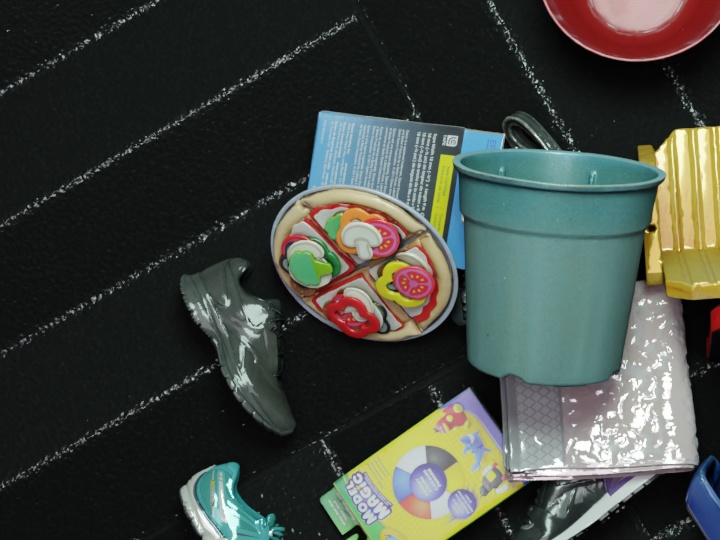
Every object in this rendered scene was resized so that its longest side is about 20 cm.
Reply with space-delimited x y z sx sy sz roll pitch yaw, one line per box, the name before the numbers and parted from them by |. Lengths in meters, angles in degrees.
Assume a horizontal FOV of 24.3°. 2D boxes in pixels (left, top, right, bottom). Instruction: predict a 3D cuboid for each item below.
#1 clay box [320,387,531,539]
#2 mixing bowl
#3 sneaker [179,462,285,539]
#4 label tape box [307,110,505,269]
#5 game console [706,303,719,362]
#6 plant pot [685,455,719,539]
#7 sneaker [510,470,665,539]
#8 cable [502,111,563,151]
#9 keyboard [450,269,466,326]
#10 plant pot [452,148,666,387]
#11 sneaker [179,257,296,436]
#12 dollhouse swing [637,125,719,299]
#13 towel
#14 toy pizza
clay box | 0.064 0.222 1.710 0.200 0.048 0.115 -36 81 3
mixing bowl | 0.279 -0.299 1.683 0.200 0.108 0.201 0 87 8
sneaker | -0.110 0.289 1.721 0.080 0.078 0.200 -32 82 -4
label tape box | 0.047 -0.078 1.712 0.199 0.063 0.145 9 88 18
game console | 0.419 0.052 1.593 0.176 0.200 0.031 -6 77 9
plant pot | 0.424 0.227 1.586 0.180 0.200 0.200 -34 82 12
sneaker | 0.204 0.228 1.685 0.200 0.076 0.088 -35 73 -3
cable | 0.210 -0.082 1.688 0.050 0.097 0.200 -38 83 -22
keyboard | 0.128 -0.049 1.704 0.104 0.040 0.201 -11 76 15
plant pot | 0.180 -0.003 1.585 0.200 0.200 0.197 5 102 9
sneaker | -0.110 0.076 1.737 0.091 0.076 0.200 -28 85 -2
dollhouse swing | 0.373 -0.062 1.620 0.199 0.176 0.182 -4 86 9
towel | 0.233 0.108 1.672 0.190 0.032 0.201 -5 68 9
toy pizza | 0.000 0.000 1.681 0.200 0.032 0.201 13 133 14
